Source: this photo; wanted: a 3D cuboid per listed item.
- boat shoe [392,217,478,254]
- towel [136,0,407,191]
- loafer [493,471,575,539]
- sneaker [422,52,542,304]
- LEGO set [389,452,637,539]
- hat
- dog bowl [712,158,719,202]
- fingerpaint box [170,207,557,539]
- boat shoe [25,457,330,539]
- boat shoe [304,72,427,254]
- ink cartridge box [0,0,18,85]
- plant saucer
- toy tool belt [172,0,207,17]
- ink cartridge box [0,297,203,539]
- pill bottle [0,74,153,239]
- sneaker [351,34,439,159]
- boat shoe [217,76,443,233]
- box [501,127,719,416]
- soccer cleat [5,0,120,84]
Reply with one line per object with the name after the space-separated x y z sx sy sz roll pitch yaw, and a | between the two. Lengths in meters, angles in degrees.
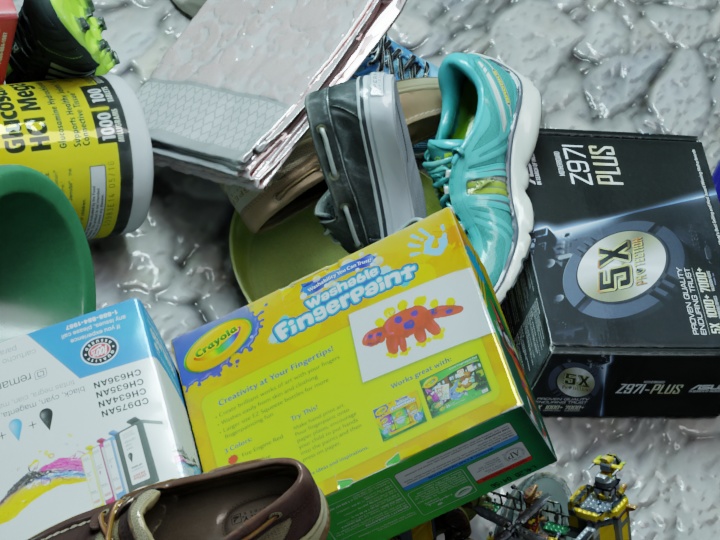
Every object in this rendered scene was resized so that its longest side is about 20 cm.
-0.009 0.044 1.569 0.071 0.201 0.070 38 10 -34 | boat shoe
-0.076 -0.147 1.664 0.191 0.200 0.032 -53 125 -17 | towel
0.125 0.214 1.559 0.072 0.063 0.201 14 52 -8 | loafer
0.073 -0.059 1.669 0.079 0.077 0.201 23 62 -41 | sneaker
0.074 0.138 1.513 0.200 0.116 0.154 19 40 39 | LEGO set
-0.298 0.018 1.548 0.200 0.175 0.166 0 87 -64 | hat
0.373 -0.052 1.832 0.199 0.079 0.201 9 53 -13 | dog bowl
0.000 0.079 1.454 0.199 0.073 0.167 -26 49 8 | fingerpaint box
-0.117 0.146 1.298 0.199 0.072 0.072 -14 60 1 | boat shoe
0.004 -0.047 1.609 0.071 0.201 0.072 -4 33 10 | boat shoe
-0.348 -0.149 1.615 0.199 0.145 0.084 -8 56 -24 | ink cartridge box
0.000 0.000 1.697 0.199 0.031 0.201 9 53 -12 | plant saucer
-0.131 -0.294 1.810 0.200 0.123 0.125 40 52 13 | toy tool belt
-0.163 0.152 1.428 0.147 0.145 0.201 -18 59 -1 | ink cartridge box
-0.250 -0.069 1.609 0.199 0.113 0.113 -9 58 -24 | pill bottle
0.005 -0.150 1.771 0.199 0.090 0.079 18 51 -6 | sneaker
-0.006 -0.080 1.695 0.199 0.071 0.065 -23 70 -22 | boat shoe
0.182 0.000 1.723 0.163 0.086 0.201 2 54 -16 | box
-0.217 -0.158 1.645 0.081 0.200 0.068 -21 85 -2 | soccer cleat
